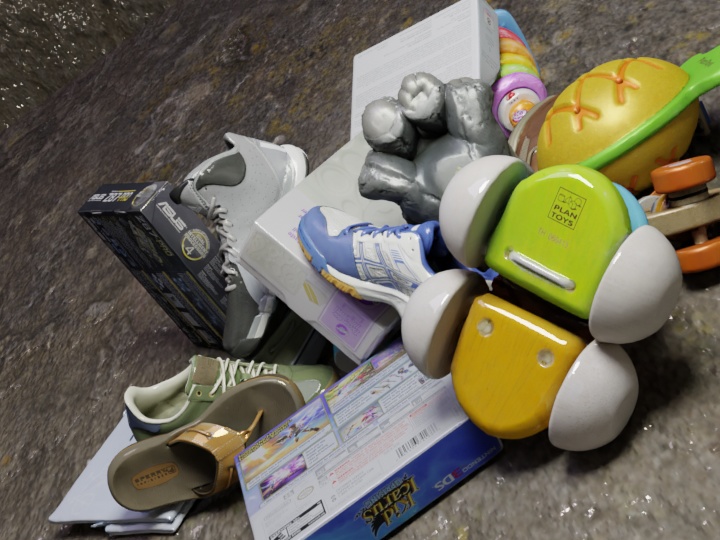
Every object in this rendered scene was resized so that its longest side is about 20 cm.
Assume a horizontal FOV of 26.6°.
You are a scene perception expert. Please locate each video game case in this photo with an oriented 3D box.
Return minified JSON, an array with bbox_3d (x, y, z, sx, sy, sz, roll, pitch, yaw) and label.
[{"bbox_3d":[0.000,0.144,1.195,0.199,0.046,0.181,-36,23,3],"label":"video game case"}]

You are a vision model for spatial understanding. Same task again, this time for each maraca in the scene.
[{"bbox_3d":[0.230,-0.128,1.258,0.199,0.107,0.137,-34,14,7],"label":"maraca"}]

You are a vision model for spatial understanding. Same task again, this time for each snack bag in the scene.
[{"bbox_3d":[-0.193,0.176,1.448,0.199,0.021,0.189,-11,35,42],"label":"snack bag"}]

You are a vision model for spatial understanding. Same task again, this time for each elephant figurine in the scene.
[{"bbox_3d":[0.079,-0.091,1.289,0.140,0.157,0.200,0,-6,12],"label":"elephant figurine"}]

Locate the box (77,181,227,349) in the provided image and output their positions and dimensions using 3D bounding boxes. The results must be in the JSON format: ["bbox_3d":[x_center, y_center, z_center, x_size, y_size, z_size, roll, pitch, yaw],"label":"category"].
[{"bbox_3d":[-0.182,-0.002,1.546,0.049,0.200,0.161,-47,24,-20],"label":"box"}]

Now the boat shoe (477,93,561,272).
[{"bbox_3d":[0.165,-0.075,1.353,0.073,0.076,0.201,-4,48,45],"label":"boat shoe"}]

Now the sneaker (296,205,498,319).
[{"bbox_3d":[0.037,-0.012,1.212,0.199,0.089,0.075,33,34,25],"label":"sneaker"}]

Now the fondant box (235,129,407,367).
[{"bbox_3d":[0.007,-0.028,1.336,0.200,0.144,0.058,-44,-10,-43],"label":"fondant box"}]

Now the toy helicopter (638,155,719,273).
[{"bbox_3d":[0.201,-0.033,1.192,0.198,0.080,0.132,-16,6,20],"label":"toy helicopter"}]

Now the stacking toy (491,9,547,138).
[{"bbox_3d":[0.149,-0.172,1.538,0.116,0.110,0.200,-33,33,2],"label":"stacking toy"}]

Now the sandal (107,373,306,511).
[{"bbox_3d":[-0.133,0.158,1.302,0.199,0.081,0.054,-25,8,13],"label":"sandal"}]

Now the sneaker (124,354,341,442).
[{"bbox_3d":[-0.119,0.112,1.346,0.199,0.090,0.067,-20,32,16],"label":"sneaker"}]

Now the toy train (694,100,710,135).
[{"bbox_3d":[0.252,-0.138,1.384,0.046,0.034,0.200,-33,19,-19],"label":"toy train"}]

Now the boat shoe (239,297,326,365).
[{"bbox_3d":[-0.049,0.015,1.423,0.072,0.062,0.201,4,65,42],"label":"boat shoe"}]

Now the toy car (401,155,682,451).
[{"bbox_3d":[0.140,0.018,1.079,0.174,0.202,0.150,28,23,26],"label":"toy car"}]

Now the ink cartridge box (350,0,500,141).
[{"bbox_3d":[0.062,-0.160,1.509,0.162,0.057,0.202,-23,52,32],"label":"ink cartridge box"}]

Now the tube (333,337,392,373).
[{"bbox_3d":[0.000,0.000,1.383,0.051,0.077,0.201,116,159,-47],"label":"tube"}]

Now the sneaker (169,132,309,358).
[{"bbox_3d":[-0.125,-0.029,1.369,0.075,0.115,0.202,-15,59,65],"label":"sneaker"}]
